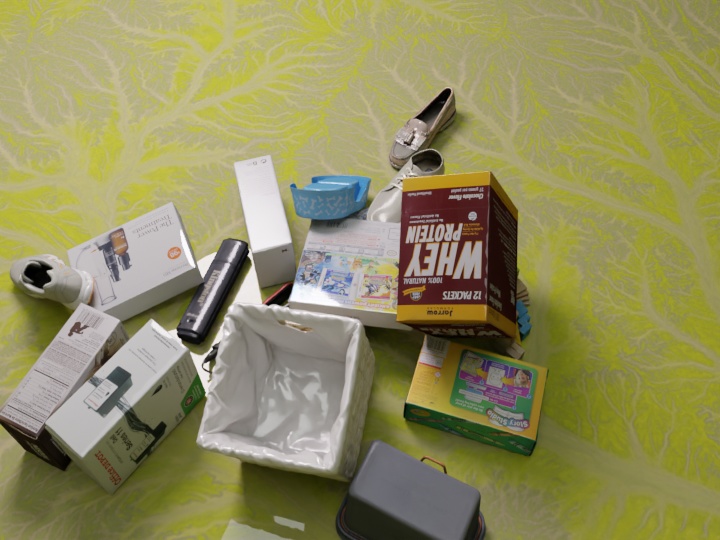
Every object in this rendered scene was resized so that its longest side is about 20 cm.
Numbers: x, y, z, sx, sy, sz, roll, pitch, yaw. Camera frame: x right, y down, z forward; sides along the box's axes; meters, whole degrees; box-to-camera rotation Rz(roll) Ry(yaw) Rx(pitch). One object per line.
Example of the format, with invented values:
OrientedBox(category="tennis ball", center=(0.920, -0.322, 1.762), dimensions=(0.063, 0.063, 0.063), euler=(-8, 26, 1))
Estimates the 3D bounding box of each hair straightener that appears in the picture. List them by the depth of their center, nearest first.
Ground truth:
OrientedBox(category="hair straightener", center=(-0.164, 0.103, 1.166), dimensions=(0.198, 0.041, 0.077), euler=(-36, 61, -22))

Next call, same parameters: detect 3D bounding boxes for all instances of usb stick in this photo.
OrientedBox(category="usb stick", center=(-0.243, 0.030, 1.223), dimensions=(0.054, 0.033, 0.203), euler=(14, 57, 12))

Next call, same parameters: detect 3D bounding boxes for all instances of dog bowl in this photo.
OrientedBox(category="dog bowl", center=(-0.049, -0.127, 1.259), dimensions=(0.108, 0.051, 0.200), euler=(5, 16, 17))

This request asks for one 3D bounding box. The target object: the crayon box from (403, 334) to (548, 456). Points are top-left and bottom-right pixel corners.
OrientedBox(category="crayon box", center=(0.172, 0.184, 1.094), dimensions=(0.195, 0.059, 0.121), euler=(15, 57, 11))

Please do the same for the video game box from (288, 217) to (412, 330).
OrientedBox(category="video game box", center=(0.000, 0.000, 1.169), dimensions=(0.194, 0.047, 0.185), euler=(6, 49, 9))

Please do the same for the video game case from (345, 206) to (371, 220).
OrientedBox(category="video game case", center=(0.068, -0.030, 1.252), dimensions=(0.177, 0.046, 0.202), euler=(-20, 57, -14))

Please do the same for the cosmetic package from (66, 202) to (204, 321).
OrientedBox(category="cosmetic package", center=(-0.376, -0.007, 1.225), dimensions=(0.196, 0.052, 0.153), euler=(-26, 60, -6))

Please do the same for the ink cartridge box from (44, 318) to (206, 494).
OrientedBox(category="ink cartridge box", center=(-0.325, 0.195, 1.041), dimensions=(0.082, 0.148, 0.200), euler=(32, 62, 20))

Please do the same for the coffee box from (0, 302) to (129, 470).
OrientedBox(category="coffee box", center=(-0.423, 0.169, 1.080), dimensions=(0.078, 0.114, 0.203), euler=(19, 58, 14))

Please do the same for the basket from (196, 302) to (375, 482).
OrientedBox(category="basket", center=(-0.091, 0.170, 1.009), dimensions=(0.192, 0.161, 0.205), euler=(7, 71, 13))

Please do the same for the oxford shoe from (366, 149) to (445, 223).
OrientedBox(category="oxford shoe", center=(0.078, -0.143, 1.270), dimensions=(0.075, 0.058, 0.200), euler=(35, 64, 20))

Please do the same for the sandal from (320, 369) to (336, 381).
OrientedBox(category="sandal", center=(-0.039, 0.095, 1.164), dimensions=(0.080, 0.055, 0.203), euler=(-19, 48, -1))

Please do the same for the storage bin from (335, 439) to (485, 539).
OrientedBox(category="storage bin", center=(0.073, 0.305, 0.965), dimensions=(0.196, 0.136, 0.147), euler=(23, 58, 15))

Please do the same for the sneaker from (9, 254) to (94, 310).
OrientedBox(category="sneaker", center=(-0.515, 0.004, 1.177), dimensions=(0.196, 0.092, 0.078), euler=(10, 76, 34))

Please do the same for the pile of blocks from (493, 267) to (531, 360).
OrientedBox(category="pile of blocks", center=(0.242, 0.049, 1.185), dimensions=(0.080, 0.063, 0.204), euler=(-6, 56, -3))

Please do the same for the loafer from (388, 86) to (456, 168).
OrientedBox(category="loafer", center=(0.118, -0.280, 1.415), dimensions=(0.071, 0.064, 0.201), euler=(30, 61, 21))

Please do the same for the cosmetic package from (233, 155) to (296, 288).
OrientedBox(category="cosmetic package", center=(-0.163, -0.086, 1.261), dimensions=(0.069, 0.103, 0.203), euler=(-13, 55, -8))

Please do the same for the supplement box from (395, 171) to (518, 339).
OrientedBox(category="supplement box", center=(0.148, -0.013, 1.077), dimensions=(0.129, 0.197, 0.206), euler=(-1, 78, 23))
